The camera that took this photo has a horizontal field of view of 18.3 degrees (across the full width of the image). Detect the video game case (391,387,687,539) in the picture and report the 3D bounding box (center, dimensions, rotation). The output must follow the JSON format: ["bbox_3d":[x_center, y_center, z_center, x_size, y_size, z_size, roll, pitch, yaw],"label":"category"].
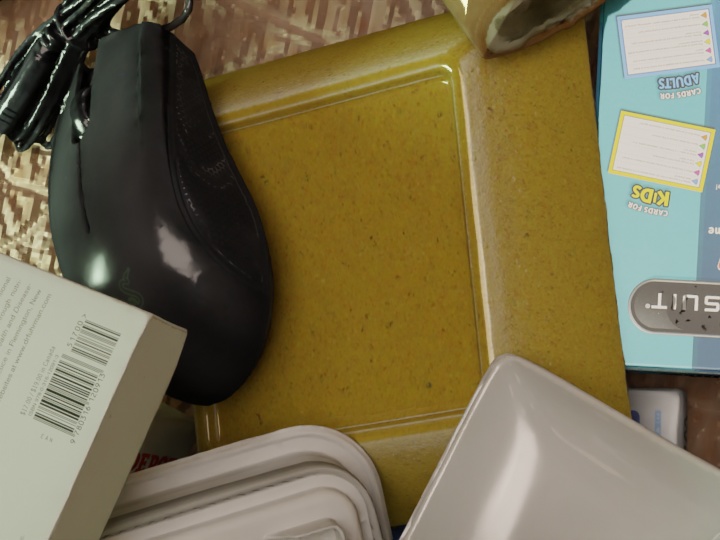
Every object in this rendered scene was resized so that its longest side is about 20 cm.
[{"bbox_3d":[0.057,0.146,0.889,0.143,0.018,0.200,0,83,15],"label":"video game case"}]

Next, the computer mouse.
[{"bbox_3d":[-0.099,-0.035,0.889,0.139,0.053,0.200,-46,56,35],"label":"computer mouse"}]

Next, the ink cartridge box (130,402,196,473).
[{"bbox_3d":[-0.158,0.127,0.880,0.084,0.145,0.200,24,89,17],"label":"ink cartridge box"}]

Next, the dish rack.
[{"bbox_3d":[-0.052,0.171,0.817,0.172,0.044,0.200,-16,104,-16],"label":"dish rack"}]

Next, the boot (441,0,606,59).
[{"bbox_3d":[-0.001,-0.155,0.852,0.175,0.066,0.200,-40,63,6],"label":"boot"}]

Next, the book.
[{"bbox_3d":[-0.172,0.046,0.792,0.200,0.048,0.134,21,84,30],"label":"book"}]

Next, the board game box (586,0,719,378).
[{"bbox_3d":[0.165,-0.057,0.859,0.151,0.047,0.200,3,87,7],"label":"board game box"}]

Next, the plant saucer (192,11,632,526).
[{"bbox_3d":[0.000,0.000,0.873,0.200,0.048,0.200,-12,79,33],"label":"plant saucer"}]

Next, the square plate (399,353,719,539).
[{"bbox_3d":[0.084,0.156,0.757,0.200,0.028,0.198,28,90,31],"label":"square plate"}]

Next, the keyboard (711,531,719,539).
[{"bbox_3d":[0.119,0.122,0.724,0.200,0.011,0.056,-47,60,10],"label":"keyboard"}]

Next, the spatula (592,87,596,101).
[{"bbox_3d":[0.087,-0.073,0.903,0.057,0.021,0.200,-44,85,5],"label":"spatula"}]
